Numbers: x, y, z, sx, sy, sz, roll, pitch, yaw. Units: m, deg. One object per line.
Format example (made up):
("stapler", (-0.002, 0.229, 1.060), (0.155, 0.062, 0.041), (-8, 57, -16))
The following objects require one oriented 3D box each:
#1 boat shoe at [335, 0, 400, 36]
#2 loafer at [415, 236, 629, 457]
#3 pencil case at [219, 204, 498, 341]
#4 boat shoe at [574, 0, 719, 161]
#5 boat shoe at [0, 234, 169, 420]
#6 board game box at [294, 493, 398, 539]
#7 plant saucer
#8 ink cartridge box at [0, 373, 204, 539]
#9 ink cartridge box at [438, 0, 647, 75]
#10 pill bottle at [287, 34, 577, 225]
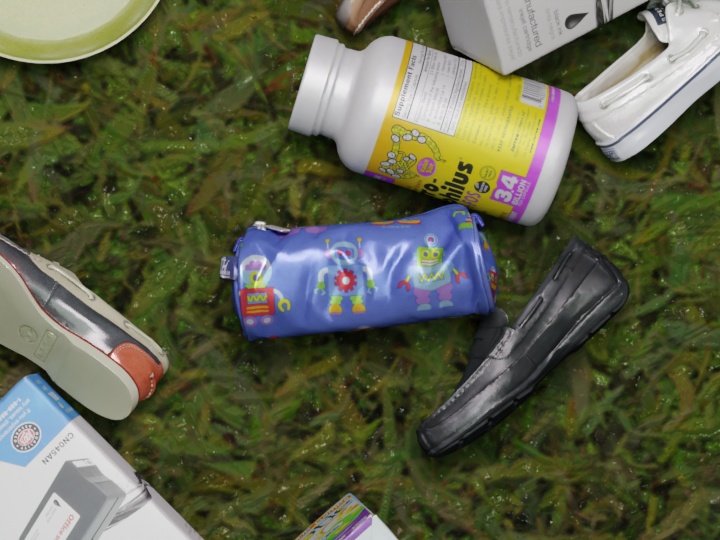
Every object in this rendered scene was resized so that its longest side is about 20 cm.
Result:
("boat shoe", (0.066, -0.242, 1.538), (0.200, 0.076, 0.072), (-44, 93, -4))
("loafer", (0.112, 0.058, 1.530), (0.200, 0.068, 0.070), (-42, 81, -9))
("pencil case", (0.000, 0.000, 1.505), (0.199, 0.078, 0.087), (-6, 95, 3))
("boat shoe", (0.235, -0.180, 1.544), (0.202, 0.075, 0.086), (-43, 108, 1))
("boat shoe", (-0.229, 0.026, 1.507), (0.200, 0.071, 0.063), (39, 43, 1))
("board game box", (-0.005, 0.233, 1.441), (0.103, 0.200, 0.105), (-41, 91, -5))
("plant saucer", (-0.234, -0.252, 1.535), (0.199, 0.031, 0.201), (0, 88, -4))
("ink cartridge box", (-0.217, 0.194, 1.486), (0.200, 0.084, 0.145), (45, 85, -1))
("ink cartridge box", (0.149, -0.255, 1.493), (0.200, 0.084, 0.146), (-29, 122, -16))
("pill bottle", (0.051, -0.109, 1.513), (0.199, 0.104, 0.105), (17, 86, -3))
